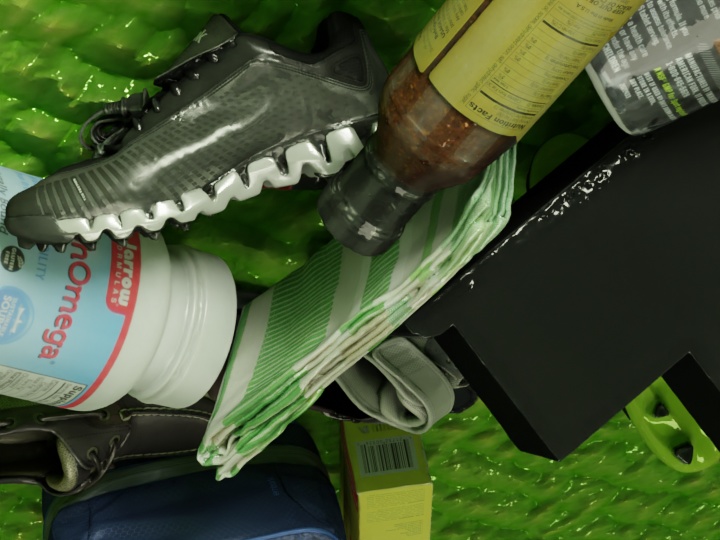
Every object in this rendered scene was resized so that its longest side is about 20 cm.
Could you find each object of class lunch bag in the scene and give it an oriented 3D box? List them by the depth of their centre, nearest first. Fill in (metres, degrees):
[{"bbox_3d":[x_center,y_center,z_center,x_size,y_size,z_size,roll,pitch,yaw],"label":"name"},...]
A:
[{"bbox_3d":[-0.108,0.180,1.115,0.198,0.133,0.137,-8,123,-10],"label":"lunch bag"}]

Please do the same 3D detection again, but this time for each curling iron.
[{"bbox_3d":[-0.043,-0.056,0.915,0.199,0.026,0.050,7,142,-24],"label":"curling iron"}]

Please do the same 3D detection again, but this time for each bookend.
[{"bbox_3d":[0.148,0.039,0.893,0.198,0.200,0.092,-40,-175,-9],"label":"bookend"}]

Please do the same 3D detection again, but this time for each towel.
[{"bbox_3d":[0.000,0.000,0.879,0.023,0.153,0.200,40,116,-15],"label":"towel"}]

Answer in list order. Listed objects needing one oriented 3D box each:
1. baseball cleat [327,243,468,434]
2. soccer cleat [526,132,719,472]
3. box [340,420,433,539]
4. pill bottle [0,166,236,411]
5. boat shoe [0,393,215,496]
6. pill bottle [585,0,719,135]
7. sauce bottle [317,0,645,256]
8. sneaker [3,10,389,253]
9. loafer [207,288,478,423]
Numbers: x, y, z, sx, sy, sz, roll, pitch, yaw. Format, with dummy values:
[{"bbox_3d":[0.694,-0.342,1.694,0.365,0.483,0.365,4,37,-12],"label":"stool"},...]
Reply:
[{"bbox_3d":[0.058,0.045,1.012,0.199,0.107,0.070,9,151,-20],"label":"baseball cleat"},{"bbox_3d":[0.138,0.019,0.986,0.067,0.081,0.201,-28,100,-8],"label":"soccer cleat"},{"bbox_3d":[0.015,0.163,1.181,0.050,0.076,0.201,-7,144,-7],"label":"box"},{"bbox_3d":[-0.165,0.008,0.895,0.199,0.109,0.109,16,135,-34],"label":"pill bottle"},{"bbox_3d":[-0.171,0.098,1.046,0.199,0.065,0.072,4,139,-22],"label":"boat shoe"},{"bbox_3d":[0.188,-0.146,0.799,0.199,0.107,0.106,-24,142,15],"label":"pill bottle"},{"bbox_3d":[0.051,-0.085,0.770,0.066,0.066,0.200,16,133,-33],"label":"sauce bottle"},{"bbox_3d":[-0.074,-0.069,0.842,0.199,0.091,0.066,-17,-174,-12],"label":"sneaker"},{"bbox_3d":[-0.013,0.065,1.052,0.199,0.063,0.072,15,136,-32],"label":"loafer"}]
